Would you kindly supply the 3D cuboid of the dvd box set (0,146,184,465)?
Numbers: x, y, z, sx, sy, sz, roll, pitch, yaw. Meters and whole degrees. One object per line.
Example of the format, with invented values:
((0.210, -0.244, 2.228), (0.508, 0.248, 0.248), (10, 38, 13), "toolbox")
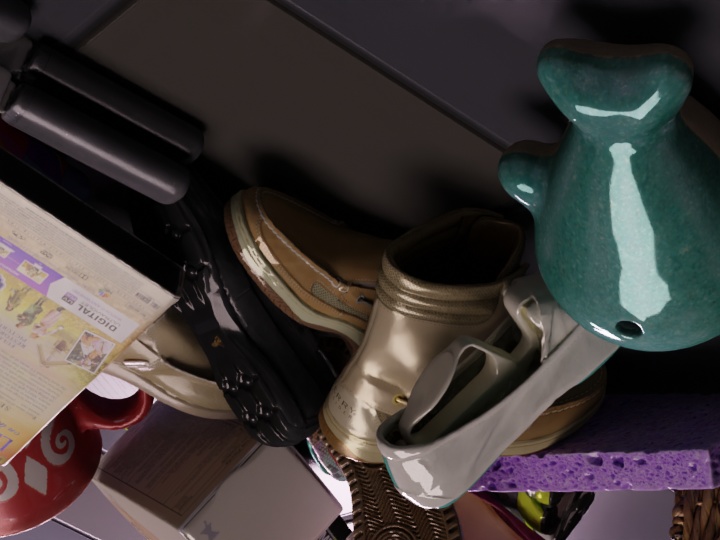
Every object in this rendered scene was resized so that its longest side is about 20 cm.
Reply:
((-0.221, 0.026, 1.167), (0.146, 0.030, 0.200), (34, 125, -21), "dvd box set")

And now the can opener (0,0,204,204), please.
((-0.174, -0.106, 1.082), (0.199, 0.054, 0.067), (28, 154, -20), "can opener")

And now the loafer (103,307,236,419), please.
((-0.124, 0.037, 1.226), (0.198, 0.076, 0.068), (16, 140, -18), "loafer")

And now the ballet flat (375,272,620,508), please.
((0.086, 0.047, 1.065), (0.069, 0.200, 0.069), (45, 179, 1), "ballet flat")

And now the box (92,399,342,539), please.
((-0.103, 0.149, 1.301), (0.078, 0.095, 0.200), (50, 166, -20), "box")

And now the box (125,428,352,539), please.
((-0.081, 0.191, 1.542), (0.192, 0.048, 0.200), (30, 163, 33), "box")

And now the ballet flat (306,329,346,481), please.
((-0.019, 0.092, 1.362), (0.070, 0.070, 0.200), (-13, 144, 16), "ballet flat")

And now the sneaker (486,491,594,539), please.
((0.121, 0.159, 1.401), (0.081, 0.074, 0.200), (34, 161, 19), "sneaker")

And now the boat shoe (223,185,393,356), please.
((0.000, 0.000, 1.174), (0.076, 0.072, 0.200), (-27, 139, 25), "boat shoe")

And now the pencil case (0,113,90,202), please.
((-0.248, -0.078, 1.148), (0.088, 0.089, 0.200), (-2, 150, 36), "pencil case")

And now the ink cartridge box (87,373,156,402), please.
((-0.167, 0.048, 1.390), (0.198, 0.047, 0.198), (5, 149, 23), "ink cartridge box")

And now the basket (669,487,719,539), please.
((0.302, 0.205, 1.233), (0.148, 0.144, 0.200), (0, 160, 36), "basket")

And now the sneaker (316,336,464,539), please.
((0.024, 0.144, 1.250), (0.071, 0.201, 0.113), (-26, 160, 6), "sneaker")

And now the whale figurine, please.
((0.138, -0.033, 0.956), (0.158, 0.105, 0.200), (8, 152, 22), "whale figurine")

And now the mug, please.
((-0.249, 0.055, 1.311), (0.133, 0.177, 0.201), (42, 154, 47), "mug")

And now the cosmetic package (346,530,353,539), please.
((0.089, 0.246, 1.438), (0.200, 0.090, 0.107), (43, 178, 16), "cosmetic package")

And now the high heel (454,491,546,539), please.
((0.084, 0.184, 1.301), (0.199, 0.068, 0.096), (29, 176, -4), "high heel")

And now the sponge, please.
((0.162, 0.109, 1.223), (0.199, 0.111, 0.030), (-5, 104, 40), "sponge")

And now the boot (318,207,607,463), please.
((0.082, 0.035, 1.150), (0.198, 0.073, 0.156), (-4, 133, -26), "boot")

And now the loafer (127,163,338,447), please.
((-0.077, 0.012, 1.186), (0.068, 0.070, 0.202), (-19, 104, 49), "loafer")
